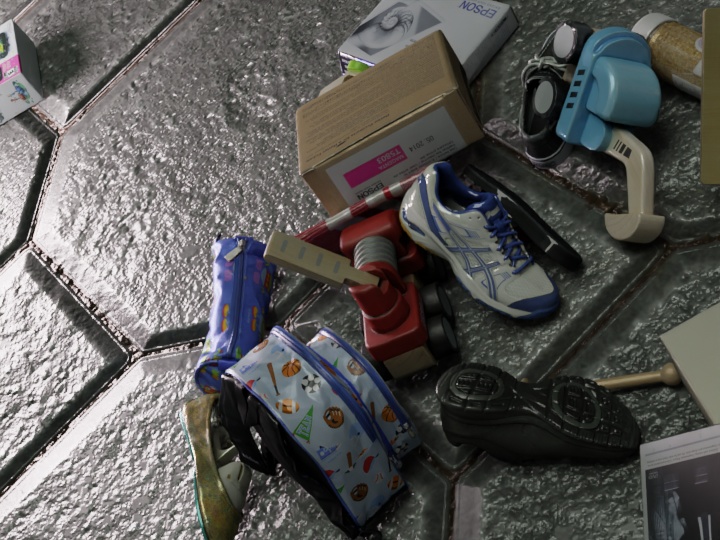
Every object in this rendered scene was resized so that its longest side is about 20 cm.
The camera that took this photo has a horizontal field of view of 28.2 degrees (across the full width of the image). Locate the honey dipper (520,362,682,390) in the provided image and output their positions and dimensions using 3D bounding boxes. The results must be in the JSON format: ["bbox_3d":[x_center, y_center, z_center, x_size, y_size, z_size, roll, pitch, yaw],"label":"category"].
[{"bbox_3d":[0.218,0.114,1.410,0.199,0.038,0.038,-12,50,22],"label":"honey dipper"}]

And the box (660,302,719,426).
[{"bbox_3d":[0.352,0.130,1.273,0.078,0.095,0.200,-30,46,7],"label":"box"}]

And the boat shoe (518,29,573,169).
[{"bbox_3d":[0.218,-0.214,1.649,0.073,0.068,0.200,0,56,32],"label":"boat shoe"}]

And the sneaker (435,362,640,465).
[{"bbox_3d":[0.171,0.149,1.389,0.199,0.091,0.076,13,45,15],"label":"sneaker"}]

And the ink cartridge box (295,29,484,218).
[{"bbox_3d":[0.029,-0.166,1.616,0.199,0.075,0.165,-27,31,13],"label":"ink cartridge box"}]

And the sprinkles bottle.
[{"bbox_3d":[0.378,-0.216,1.551,0.068,0.068,0.200,-45,46,-7],"label":"sprinkles bottle"}]

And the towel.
[{"bbox_3d":[0.006,-0.057,1.616,0.199,0.144,0.023,-28,81,11],"label":"towel"}]

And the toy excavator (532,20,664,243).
[{"bbox_3d":[0.271,-0.150,1.519,0.200,0.099,0.195,47,126,56],"label":"toy excavator"}]

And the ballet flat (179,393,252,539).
[{"bbox_3d":[-0.150,0.210,1.545,0.070,0.071,0.200,-28,44,9],"label":"ballet flat"}]

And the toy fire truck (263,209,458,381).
[{"bbox_3d":[0.000,0.000,1.510,0.128,0.200,0.176,-22,39,15],"label":"toy fire truck"}]

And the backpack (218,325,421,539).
[{"bbox_3d":[-0.043,0.148,1.437,0.200,0.191,0.154,28,73,44],"label":"backpack"}]

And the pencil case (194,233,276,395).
[{"bbox_3d":[-0.143,0.049,1.654,0.078,0.087,0.201,2,54,3],"label":"pencil case"}]

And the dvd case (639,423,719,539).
[{"bbox_3d":[0.295,0.231,1.194,0.150,0.025,0.201,-27,56,52],"label":"dvd case"}]

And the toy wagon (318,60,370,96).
[{"bbox_3d":[0.015,-0.170,1.745,0.199,0.040,0.156,18,81,39],"label":"toy wagon"}]

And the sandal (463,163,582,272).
[{"bbox_3d":[0.161,-0.054,1.558,0.048,0.075,0.201,-51,43,11],"label":"sandal"}]

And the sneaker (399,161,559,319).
[{"bbox_3d":[0.129,-0.031,1.491,0.200,0.088,0.075,37,45,10],"label":"sneaker"}]

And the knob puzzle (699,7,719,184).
[{"bbox_3d":[0.441,-0.174,1.443,0.218,0.030,0.221,0,90,3],"label":"knob puzzle"}]

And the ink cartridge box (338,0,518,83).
[{"bbox_3d":[0.067,-0.274,1.811,0.199,0.041,0.200,26,72,42],"label":"ink cartridge box"}]

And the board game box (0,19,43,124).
[{"bbox_3d":[-0.594,-0.278,2.215,0.199,0.064,0.148,-30,45,9],"label":"board game box"}]
